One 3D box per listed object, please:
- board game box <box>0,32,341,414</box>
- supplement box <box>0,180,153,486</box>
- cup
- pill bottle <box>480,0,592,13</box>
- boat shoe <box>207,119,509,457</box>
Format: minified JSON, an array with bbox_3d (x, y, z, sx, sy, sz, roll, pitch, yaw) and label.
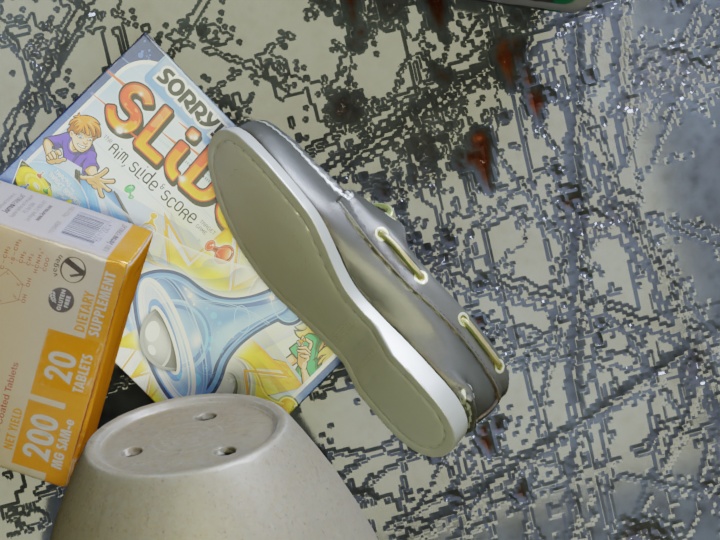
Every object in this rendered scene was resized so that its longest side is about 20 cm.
[{"bbox_3d":[-0.093,-0.009,1.047,0.135,0.034,0.200,-45,100,-2],"label":"board game box"},{"bbox_3d":[-0.220,0.014,0.987,0.199,0.074,0.127,17,106,-1],"label":"supplement box"},{"bbox_3d":[-0.075,0.145,0.969,0.199,0.200,0.144,-9,108,-7],"label":"cup"},{"bbox_3d":[0.028,-0.201,1.006,0.199,0.113,0.114,7,94,-9],"label":"pill bottle"},{"bbox_3d":[-0.001,0.001,1.011,0.060,0.072,0.202,-37,89,-32],"label":"boat shoe"}]
